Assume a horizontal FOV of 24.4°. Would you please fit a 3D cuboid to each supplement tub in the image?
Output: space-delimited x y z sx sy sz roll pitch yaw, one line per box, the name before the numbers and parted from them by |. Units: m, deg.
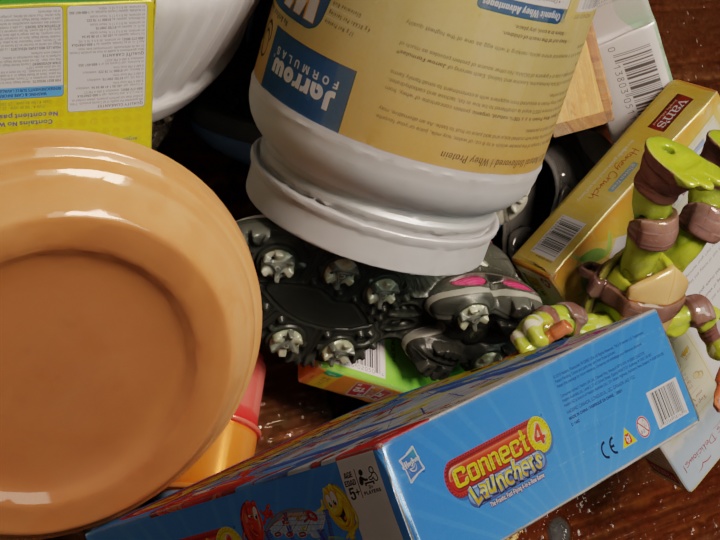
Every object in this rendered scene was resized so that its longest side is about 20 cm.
supplement tub | 0.031 -0.114 0.768 0.144 0.144 0.201 -2 118 -44

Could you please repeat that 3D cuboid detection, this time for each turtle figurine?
turtle figurine | 0.155 0.007 0.857 0.199 0.162 0.064 2 34 -31

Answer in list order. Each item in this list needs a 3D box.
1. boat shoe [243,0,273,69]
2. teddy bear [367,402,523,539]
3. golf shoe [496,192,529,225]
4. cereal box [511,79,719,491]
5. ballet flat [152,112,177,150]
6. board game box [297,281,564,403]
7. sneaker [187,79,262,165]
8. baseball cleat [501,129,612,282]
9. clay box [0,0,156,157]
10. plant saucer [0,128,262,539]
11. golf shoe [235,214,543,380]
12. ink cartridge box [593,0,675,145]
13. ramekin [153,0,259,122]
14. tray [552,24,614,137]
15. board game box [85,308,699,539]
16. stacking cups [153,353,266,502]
boat shoe | -0.025 -0.201 0.936 0.084 0.068 0.201 40 58 -27
teddy bear | 0.036 0.124 0.911 0.145 0.067 0.201 42 53 -26
golf shoe | 0.061 -0.119 0.896 0.097 0.078 0.201 7 68 -64
cereal box | 0.183 0.013 0.948 0.144 0.039 0.200 -46 127 -14
ballet flat | -0.096 -0.140 0.865 0.067 0.046 0.201 38 56 -32
board game box | 0.053 0.039 0.920 0.199 0.030 0.096 17 56 -29
sneaker | -0.007 -0.048 0.917 0.199 0.079 0.066 12 31 -25
baseball cleat | 0.133 0.017 1.025 0.106 0.069 0.201 -19 96 -45
clay box | -0.149 -0.027 0.709 0.114 0.048 0.201 -5 122 -19
plant saucer | -0.134 0.038 0.702 0.199 0.037 0.201 -11 123 -18
golf shoe | 0.000 0.000 0.844 0.199 0.077 0.088 14 39 -38
ink cartridge box | 0.167 -0.125 1.025 0.201 0.050 0.162 -87 157 -53
ramekin | -0.125 -0.176 0.771 0.199 0.105 0.201 14 60 -25
tray | 0.101 -0.130 0.925 0.200 0.037 0.099 -81 156 -83
board game box | 0.015 0.092 0.735 0.199 0.195 0.056 -20 88 -47
stacking cups | -0.084 0.133 0.810 0.060 0.060 0.201 29 55 -35
